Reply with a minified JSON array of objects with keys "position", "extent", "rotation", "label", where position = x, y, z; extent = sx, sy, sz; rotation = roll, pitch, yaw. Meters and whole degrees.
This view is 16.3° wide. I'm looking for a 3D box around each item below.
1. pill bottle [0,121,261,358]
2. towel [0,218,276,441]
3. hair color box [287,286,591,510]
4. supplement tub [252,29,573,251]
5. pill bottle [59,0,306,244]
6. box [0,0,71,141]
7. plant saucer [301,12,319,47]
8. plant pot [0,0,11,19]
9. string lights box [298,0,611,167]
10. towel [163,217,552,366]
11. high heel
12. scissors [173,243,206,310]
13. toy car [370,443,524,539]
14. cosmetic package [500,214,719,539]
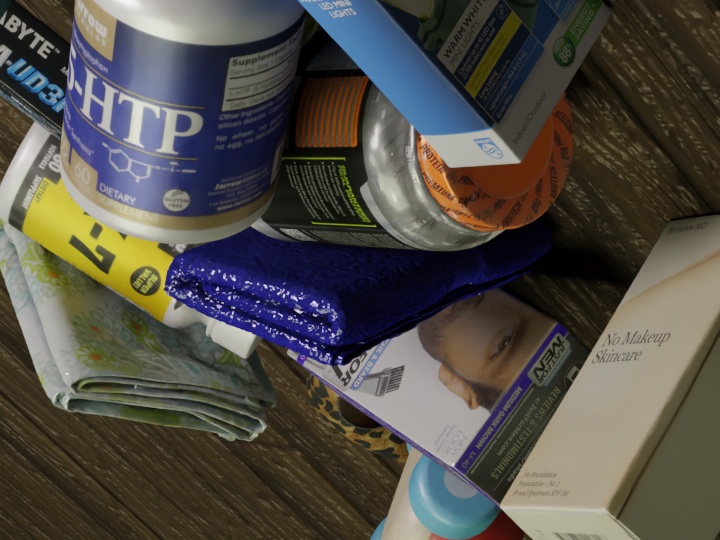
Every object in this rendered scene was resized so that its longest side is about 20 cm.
[{"position":[-0.136,-0.033,1.698],"extent":[0.199,0.115,0.114],"rotation":[32,159,3],"label":"pill bottle"},{"position":[-0.158,0.031,1.741],"extent":[0.170,0.048,0.201],"rotation":[13,-147,-34],"label":"towel"},{"position":[0.051,0.056,1.558],"extent":[0.065,0.110,0.200],"rotation":[40,174,-39],"label":"hair color box"},{"position":[0.017,-0.073,1.381],"extent":[0.199,0.123,0.123],"rotation":[5,146,52],"label":"supplement tub"},{"position":[-0.089,-0.126,1.289],"extent":[0.119,0.120,0.201],"rotation":[26,130,19],"label":"pill bottle"},{"position":[-0.179,-0.107,1.527],"extent":[0.200,0.046,0.159],"rotation":[38,176,-9],"label":"box"},{"position":[-0.097,-0.198,1.356],"extent":[0.199,0.031,0.201],"rotation":[23,143,18],"label":"plant saucer"},{"position":[-0.252,-0.215,1.308],"extent":[0.199,0.200,0.189],"rotation":[25,146,19],"label":"plant pot"},{"position":[0.025,-0.154,1.222],"extent":[0.200,0.103,0.059],"rotation":[45,154,-29],"label":"string lights box"},{"position":[0.000,0.000,1.485],"extent":[0.147,0.199,0.050],"rotation":[15,114,39],"label":"towel"},{"position":[0.019,0.089,1.761],"extent":[0.142,0.071,0.201],"rotation":[34,159,52],"label":"high heel"},{"position":[-0.088,-0.053,1.593],"extent":[0.073,0.014,0.200],"rotation":[49,132,5],"label":"scissors"},{"position":[0.126,0.151,1.670],"extent":[0.199,0.178,0.185],"rotation":[21,155,-1],"label":"toy car"},{"position":[0.172,0.069,1.359],"extent":[0.073,0.201,0.103],"rotation":[41,156,-22],"label":"cosmetic package"}]
